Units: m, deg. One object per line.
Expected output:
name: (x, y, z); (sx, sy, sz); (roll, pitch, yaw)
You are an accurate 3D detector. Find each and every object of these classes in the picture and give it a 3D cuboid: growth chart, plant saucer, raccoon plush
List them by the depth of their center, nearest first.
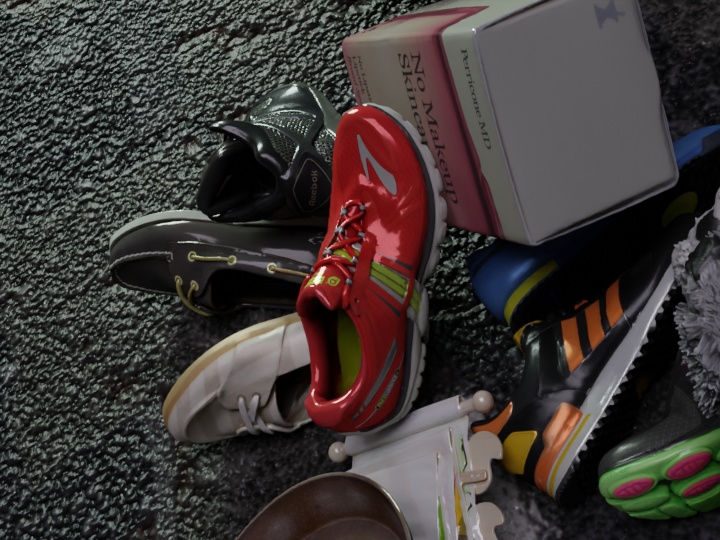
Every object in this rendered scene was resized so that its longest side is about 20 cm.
raccoon plush: (0.198, 0.051, 0.657); (0.095, 0.134, 0.203); (13, 91, 5)
plant saucer: (-0.033, 0.215, 0.711); (0.199, 0.034, 0.202); (-33, 37, 29)
growth chart: (0.026, 0.176, 0.739); (0.143, 0.018, 0.203); (-14, 60, 35)

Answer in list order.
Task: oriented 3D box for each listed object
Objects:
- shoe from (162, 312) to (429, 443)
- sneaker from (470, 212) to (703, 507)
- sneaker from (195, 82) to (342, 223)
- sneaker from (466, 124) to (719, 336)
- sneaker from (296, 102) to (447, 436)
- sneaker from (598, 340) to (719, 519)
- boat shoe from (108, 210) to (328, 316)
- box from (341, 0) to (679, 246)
shoe: (-0.043, 0.067, 0.831); (0.198, 0.070, 0.054); (-28, 46, 4)
sneaker: (0.142, 0.039, 0.763); (0.089, 0.070, 0.202); (26, 77, 30)
sneaker: (-0.071, -0.086, 0.880); (0.112, 0.077, 0.200); (-2, 23, -21)
sneaker: (0.156, -0.042, 0.807); (0.199, 0.066, 0.079); (-36, 50, 2)
sneaker: (0.000, 0.000, 0.746); (0.076, 0.084, 0.204); (2, 93, 41)
sneaker: (0.212, 0.069, 0.719); (0.199, 0.077, 0.084); (-36, 47, -11)
boat shoe: (-0.098, -0.001, 0.895); (0.198, 0.072, 0.061); (-3, 56, 20)
box: (0.085, -0.102, 0.768); (0.108, 0.130, 0.200); (-23, 15, -17)
